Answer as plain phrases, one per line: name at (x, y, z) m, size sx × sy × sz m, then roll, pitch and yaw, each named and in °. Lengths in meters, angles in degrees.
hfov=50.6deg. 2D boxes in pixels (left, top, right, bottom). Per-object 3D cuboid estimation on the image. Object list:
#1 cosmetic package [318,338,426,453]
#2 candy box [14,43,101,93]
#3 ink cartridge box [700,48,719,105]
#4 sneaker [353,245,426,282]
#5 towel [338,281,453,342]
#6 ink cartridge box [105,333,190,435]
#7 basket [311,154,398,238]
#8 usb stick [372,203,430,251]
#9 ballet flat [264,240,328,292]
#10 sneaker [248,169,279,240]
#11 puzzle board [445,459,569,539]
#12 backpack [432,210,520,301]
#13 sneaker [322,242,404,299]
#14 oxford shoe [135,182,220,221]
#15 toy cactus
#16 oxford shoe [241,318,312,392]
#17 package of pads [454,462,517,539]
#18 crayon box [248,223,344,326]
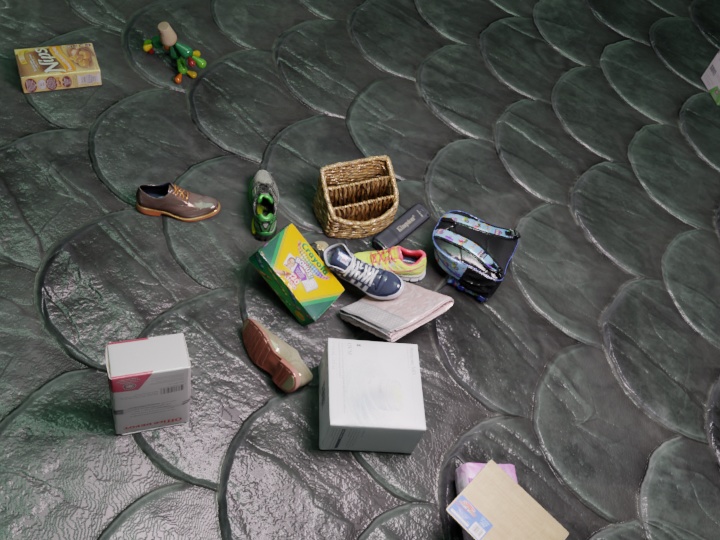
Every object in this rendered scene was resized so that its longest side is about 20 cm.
cosmetic package at (0.020, 0.260, 1.582) m, size 0.198 × 0.123 × 0.200 m, roll 5°, pitch 52°, yaw -12°
candy box at (-0.800, -0.538, 2.019) m, size 0.199 × 0.055 × 0.116 m, roll -12°, pitch 57°, yaw -23°
ink cartridge box at (1.259, -0.679, 2.570) m, size 0.084 × 0.201 × 0.147 m, roll 0°, pitch 54°, yaw -13°
sneaker at (0.067, -0.027, 1.833) m, size 0.198 × 0.091 × 0.079 m, roll 0°, pitch 55°, yaw -13°
towel at (0.078, 0.083, 1.720) m, size 0.190 × 0.032 × 0.199 m, roll -27°, pitch 28°, yaw -30°
ink cartridge box at (-0.403, 0.218, 1.453) m, size 0.146 × 0.201 × 0.083 m, roll -7°, pitch 52°, yaw -20°
basket at (-0.003, -0.176, 1.892) m, size 0.199 × 0.149 × 0.143 m, roll -12°, pitch 57°, yaw -24°
usb stick at (0.105, -0.108, 1.941) m, size 0.055 × 0.033 × 0.200 m, roll 40°, pitch 54°, yaw 14°
ballet flat at (-0.143, -0.014, 1.788) m, size 0.066 × 0.057 × 0.200 m, roll 39°, pitch 54°, yaw 18°
sneaker at (-0.231, -0.175, 1.871) m, size 0.077 × 0.085 × 0.201 m, roll 0°, pitch 53°, yaw -14°
puzzle board at (0.278, 0.480, 1.451) m, size 0.200 × 0.017 × 0.150 m, roll 42°, pitch 56°, yaw 18°
backpack at (0.265, -0.044, 1.868) m, size 0.199 × 0.135 × 0.183 m, roll 26°, pitch 52°, yaw 5°
sneaker at (0.000, 0.000, 1.725) m, size 0.199 × 0.109 × 0.070 m, roll 23°, pitch 77°, yaw 33°
oxford shoe at (-0.434, -0.167, 1.820) m, size 0.198 × 0.073 × 0.072 m, roll 2°, pitch 52°, yaw -14°
toy cactus at (-0.523, -0.607, 2.085) m, size 0.199 × 0.165 × 0.102 m, roll 32°, pitch 72°, yaw 17°
oxford shoe at (-0.182, 0.179, 1.639) m, size 0.074 × 0.071 × 0.200 m, roll -9°, pitch 52°, yaw -52°
package of pads at (0.258, 0.484, 1.500) m, size 0.120 × 0.076 × 0.201 m, roll 5°, pitch 53°, yaw -14°
crayon box at (-0.142, 0.009, 1.720) m, size 0.200 × 0.058 × 0.119 m, roll 51°, pitch 53°, yaw -8°
